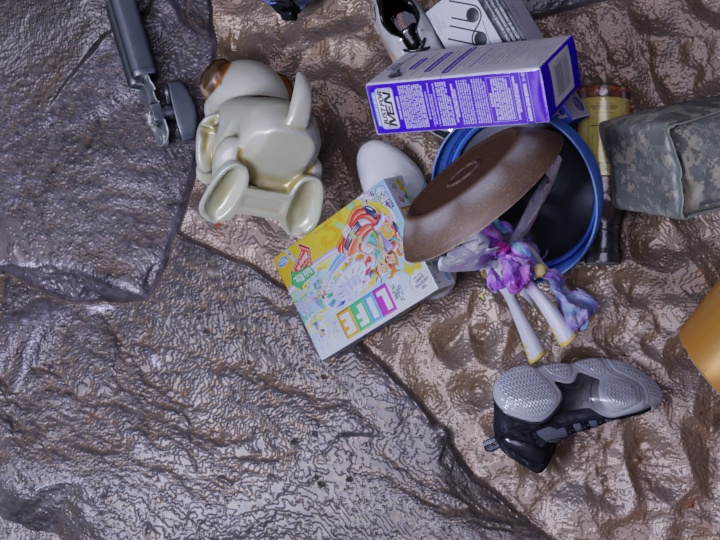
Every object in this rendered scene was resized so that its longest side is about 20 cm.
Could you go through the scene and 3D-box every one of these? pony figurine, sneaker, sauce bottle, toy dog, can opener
[{"bbox_3d":[0.158,-0.010,1.314,0.167,0.193,0.200,-37,86,-17],"label":"pony figurine"},{"bbox_3d":[0.067,-0.238,1.454,0.074,0.080,0.200,-31,82,5],"label":"sneaker"},{"bbox_3d":[0.229,0.161,1.397,0.200,0.076,0.114,0,130,-18],"label":"sneaker"},{"bbox_3d":[0.271,-0.106,1.414,0.066,0.066,0.200,1,88,11],"label":"sauce bottle"},{"bbox_3d":[-0.125,-0.164,1.439,0.139,0.200,0.194,1,126,-21],"label":"toy dog"},{"bbox_3d":[-0.251,-0.247,1.538,0.067,0.053,0.200,-14,82,-23],"label":"can opener"},{"bbox_3d":[0.052,-0.064,1.444,0.070,0.080,0.200,-28,80,9],"label":"sneaker"}]

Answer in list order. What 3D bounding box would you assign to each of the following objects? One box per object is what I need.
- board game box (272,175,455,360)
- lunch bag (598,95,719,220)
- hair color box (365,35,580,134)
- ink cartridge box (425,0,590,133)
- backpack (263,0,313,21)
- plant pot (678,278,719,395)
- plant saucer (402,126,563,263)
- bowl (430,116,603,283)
[{"bbox_3d":[0.000,0.000,1.420,0.200,0.034,0.135,-34,78,40],"label":"board game box"},{"bbox_3d":[0.377,-0.125,1.319,0.200,0.164,0.118,-15,101,-13],"label":"lunch bag"},{"bbox_3d":[0.120,-0.196,1.345,0.200,0.109,0.065,1,117,29],"label":"hair color box"},{"bbox_3d":[0.163,-0.232,1.415,0.094,0.044,0.200,-34,82,36],"label":"ink cartridge box"},{"bbox_3d":[-0.068,-0.409,1.456,0.190,0.154,0.200,-40,86,14],"label":"backpack"},{"bbox_3d":[0.441,0.053,1.314,0.183,0.200,0.200,-44,79,20],"label":"plant pot"},{"bbox_3d":[0.113,-0.086,1.276,0.200,0.200,0.037,-38,103,6],"label":"plant saucer"},{"bbox_3d":[0.174,-0.084,1.398,0.200,0.039,0.201,12,114,28],"label":"bowl"}]
